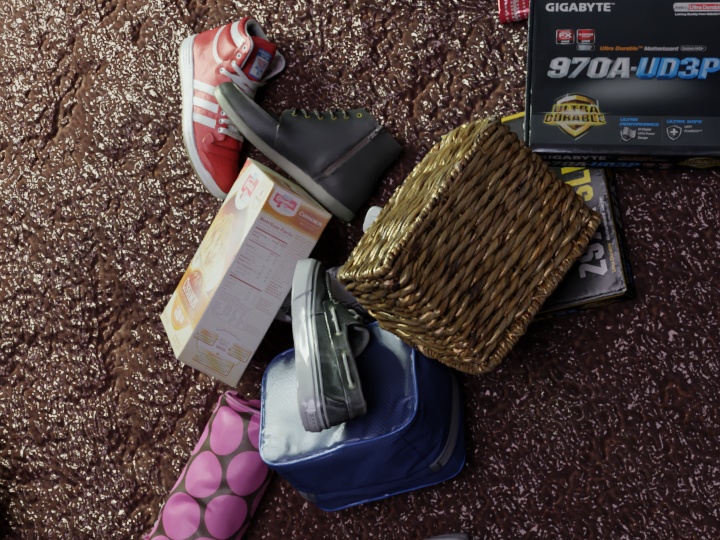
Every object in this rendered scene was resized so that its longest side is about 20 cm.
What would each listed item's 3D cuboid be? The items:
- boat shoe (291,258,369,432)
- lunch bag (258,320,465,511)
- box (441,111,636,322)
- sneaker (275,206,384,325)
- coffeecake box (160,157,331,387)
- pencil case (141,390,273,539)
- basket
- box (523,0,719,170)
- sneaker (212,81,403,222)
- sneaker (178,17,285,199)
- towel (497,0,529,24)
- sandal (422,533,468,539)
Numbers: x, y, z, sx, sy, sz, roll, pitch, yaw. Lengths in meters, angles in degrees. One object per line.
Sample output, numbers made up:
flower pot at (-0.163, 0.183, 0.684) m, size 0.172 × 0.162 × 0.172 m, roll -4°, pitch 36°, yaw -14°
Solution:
boat shoe at (-0.026, 0.068, 1.219) m, size 0.070 × 0.072 × 0.201 m, roll -8°, pitch 48°, yaw 1°
lunch bag at (0.000, 0.151, 1.272) m, size 0.199 × 0.132 × 0.137 m, roll -17°, pitch 49°, yaw 24°
box at (0.172, -0.054, 1.273) m, size 0.158 × 0.049 × 0.202 m, roll -13°, pitch 75°, yaw 22°
sneaker at (0.000, 0.000, 1.336) m, size 0.198 × 0.075 × 0.116 m, roll -3°, pitch 79°, yaw 21°
coffeecake box at (-0.123, -0.002, 1.351) m, size 0.201 × 0.073 × 0.154 m, roll -60°, pitch 19°, yaw 5°
pencil case at (-0.151, 0.224, 1.364) m, size 0.093 × 0.091 × 0.201 m, roll 30°, pitch 93°, yaw 34°
basket at (0.095, -0.018, 1.205) m, size 0.149 × 0.143 × 0.201 m, roll 41°, pitch 73°, yaw -14°
box at (0.255, -0.177, 1.218) m, size 0.198 × 0.046 × 0.160 m, roll 2°, pitch 77°, yaw 9°
sneaker at (-0.055, -0.154, 1.375) m, size 0.200 × 0.075 × 0.106 m, roll 41°, pitch 93°, yaw -2°
sneaker at (-0.136, -0.186, 1.437) m, size 0.112 × 0.071 × 0.202 m, roll -18°, pitch 71°, yaw 26°
towel at (0.228, -0.338, 1.310) m, size 0.198 × 0.022 × 0.146 m, roll -9°, pitch 79°, yaw 27°
sandal at (0.028, 0.312, 1.268) m, size 0.206 × 0.079 × 0.060 m, roll -31°, pitch 70°, yaw 28°
